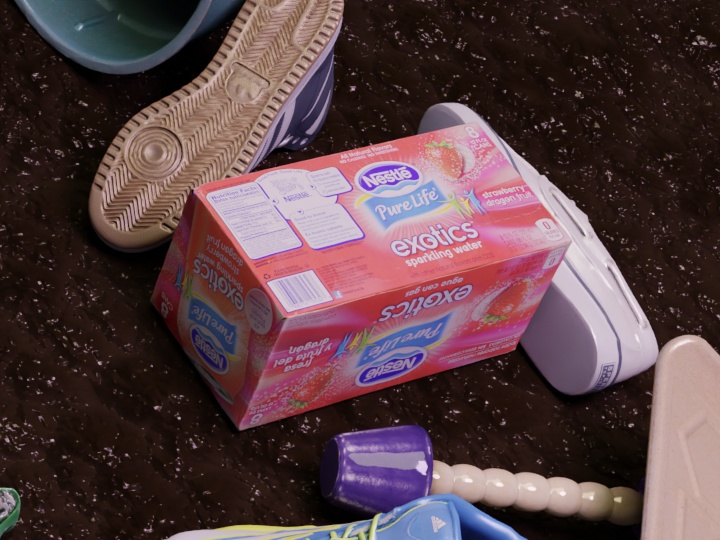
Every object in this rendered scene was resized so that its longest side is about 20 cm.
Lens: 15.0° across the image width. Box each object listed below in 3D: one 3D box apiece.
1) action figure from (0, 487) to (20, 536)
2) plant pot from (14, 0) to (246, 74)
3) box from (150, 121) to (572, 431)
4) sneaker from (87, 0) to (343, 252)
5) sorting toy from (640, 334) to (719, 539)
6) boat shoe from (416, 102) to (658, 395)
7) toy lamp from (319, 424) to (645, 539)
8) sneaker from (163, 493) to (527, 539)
[{"bbox_3d":[-0.226,0.121,1.270,0.118,0.055,0.200,51,24,19],"label":"action figure"},{"bbox_3d":[-0.088,-0.232,1.630,0.200,0.201,0.196,46,38,21],"label":"plant pot"},{"bbox_3d":[0.000,0.000,1.497,0.200,0.095,0.103,-15,56,-36],"label":"box"},{"bbox_3d":[-0.079,-0.077,1.568,0.070,0.109,0.200,36,74,9],"label":"sneaker"},{"bbox_3d":[0.201,0.159,1.431,0.185,0.036,0.200,45,39,-26],"label":"sorting toy"},{"bbox_3d":[0.101,-0.014,1.586,0.065,0.074,0.200,-11,63,-39],"label":"boat shoe"},{"bbox_3d":[0.077,0.116,1.447,0.199,0.058,0.058,8,45,-17],"label":"toy lamp"},{"bbox_3d":[-0.004,0.141,1.349,0.199,0.105,0.076,8,45,-18],"label":"sneaker"}]
